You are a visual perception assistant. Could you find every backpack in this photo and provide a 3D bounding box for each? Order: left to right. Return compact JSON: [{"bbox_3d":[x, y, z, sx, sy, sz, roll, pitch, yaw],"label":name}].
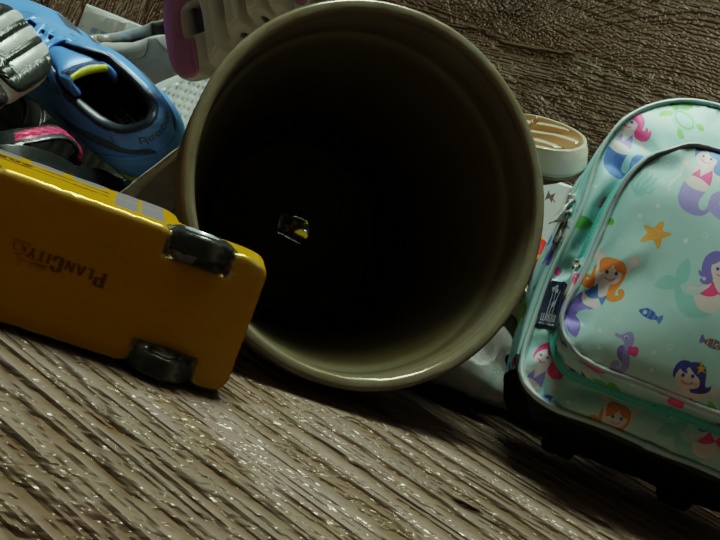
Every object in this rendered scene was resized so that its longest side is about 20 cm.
[{"bbox_3d":[0.182,0.009,0.670,0.176,0.201,0.151,22,-19,5],"label":"backpack"}]

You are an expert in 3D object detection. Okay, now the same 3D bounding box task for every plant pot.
[{"bbox_3d":[-0.020,-0.034,0.711,0.198,0.202,0.173,20,-9,-16],"label":"plant pot"}]

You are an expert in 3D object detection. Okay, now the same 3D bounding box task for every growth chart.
[{"bbox_3d":[-0.098,-0.071,0.787,0.018,0.199,0.145,55,7,8],"label":"growth chart"}]

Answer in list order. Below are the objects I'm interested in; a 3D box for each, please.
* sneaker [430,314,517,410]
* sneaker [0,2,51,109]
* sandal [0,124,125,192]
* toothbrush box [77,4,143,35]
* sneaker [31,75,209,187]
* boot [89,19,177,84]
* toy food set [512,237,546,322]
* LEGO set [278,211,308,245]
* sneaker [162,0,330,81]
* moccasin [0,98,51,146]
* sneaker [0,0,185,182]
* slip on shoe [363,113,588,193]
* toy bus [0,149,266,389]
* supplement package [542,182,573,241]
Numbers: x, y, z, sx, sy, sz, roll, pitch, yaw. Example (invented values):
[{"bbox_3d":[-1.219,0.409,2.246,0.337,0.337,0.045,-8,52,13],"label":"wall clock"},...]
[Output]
[{"bbox_3d":[0.088,0.056,0.820,0.088,0.076,0.200,36,15,14],"label":"sneaker"},{"bbox_3d":[-0.268,-0.076,0.705,0.076,0.115,0.200,55,36,-8],"label":"sneaker"},{"bbox_3d":[-0.197,-0.060,0.747,0.074,0.046,0.200,-15,-2,5],"label":"sandal"},{"bbox_3d":[-0.181,-0.141,1.158,0.199,0.147,0.086,17,8,-44],"label":"toothbrush box"},{"bbox_3d":[-0.137,-0.091,0.888,0.198,0.079,0.079,-12,-15,-17],"label":"sneaker"},{"bbox_3d":[-0.116,-0.146,0.944,0.198,0.097,0.074,-5,22,0],"label":"boot"},{"bbox_3d":[0.161,0.046,0.841,0.200,0.049,0.199,31,25,-55],"label":"toy food set"},{"bbox_3d":[0.000,0.000,0.916,0.198,0.117,0.154,26,-23,3],"label":"LEGO set"},{"bbox_3d":[-0.029,-0.169,0.729,0.088,0.081,0.199,-2,-12,-45],"label":"sneaker"},{"bbox_3d":[-0.253,-0.104,0.937,0.077,0.075,0.201,-10,3,3],"label":"moccasin"},{"bbox_3d":[-0.193,-0.135,0.805,0.199,0.066,0.079,37,-16,15],"label":"sneaker"},{"bbox_3d":[0.059,-0.066,0.783,0.199,0.061,0.076,12,21,42],"label":"slip on shoe"},{"bbox_3d":[-0.145,-0.012,0.547,0.198,0.066,0.078,20,5,-14],"label":"toy bus"},{"bbox_3d":[0.168,0.006,1.059,0.199,0.153,0.150,17,7,-37],"label":"supplement package"}]
